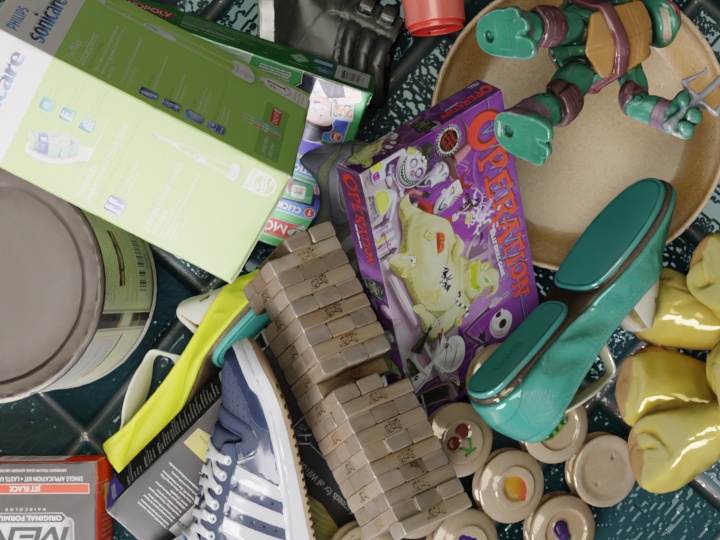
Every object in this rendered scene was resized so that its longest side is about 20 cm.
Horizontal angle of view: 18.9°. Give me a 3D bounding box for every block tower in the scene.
[{"bbox_3d":[-0.006,0.074,1.363,0.054,0.058,0.200,-22,79,-28],"label":"block tower"}]

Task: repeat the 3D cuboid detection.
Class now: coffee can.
[{"bbox_3d":[-0.220,0.010,1.404,0.146,0.200,0.146,0,89,4],"label":"coffee can"}]

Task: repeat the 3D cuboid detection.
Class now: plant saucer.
[{"bbox_3d":[0.147,-0.098,1.461,0.200,0.035,0.200,0,89,4],"label":"plant saucer"}]

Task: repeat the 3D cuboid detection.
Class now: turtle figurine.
[{"bbox_3d":[0.163,-0.146,1.377,0.200,0.101,0.150,-26,94,-36],"label":"turtle figurine"}]

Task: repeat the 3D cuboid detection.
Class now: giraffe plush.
[{"bbox_3d":[0.285,0.072,1.403,0.162,0.200,0.173,16,76,-29],"label":"giraffe plush"}]

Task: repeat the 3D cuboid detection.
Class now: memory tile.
[{"bbox_3d":[0.083,0.161,1.424,0.153,0.017,0.200,43,78,-22],"label":"memory tile"}]

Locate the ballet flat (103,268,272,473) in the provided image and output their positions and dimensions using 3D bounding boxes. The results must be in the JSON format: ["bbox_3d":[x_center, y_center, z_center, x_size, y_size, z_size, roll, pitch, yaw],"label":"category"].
[{"bbox_3d":[-0.109,0.059,1.468,0.067,0.067,0.200,35,94,25],"label":"ballet flat"}]

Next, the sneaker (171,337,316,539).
[{"bbox_3d":[-0.089,0.147,1.363,0.108,0.070,0.200,-13,107,-7],"label":"sneaker"}]

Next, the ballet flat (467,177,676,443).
[{"bbox_3d":[0.149,0.031,1.406,0.200,0.067,0.070,-50,117,-15],"label":"ballet flat"}]

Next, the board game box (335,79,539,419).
[{"bbox_3d":[0.055,-0.009,1.391,0.120,0.032,0.200,-35,129,-29],"label":"board game box"}]

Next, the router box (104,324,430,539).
[{"bbox_3d":[-0.045,0.161,1.436,0.157,0.052,0.200,-44,105,2],"label":"router box"}]

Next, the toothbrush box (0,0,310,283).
[{"bbox_3d":[-0.141,-0.096,1.340,0.200,0.146,0.086,28,113,-10],"label":"toothbrush box"}]

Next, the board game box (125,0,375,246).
[{"bbox_3d":[-0.105,-0.099,1.440,0.200,0.029,0.135,19,122,-4],"label":"board game box"}]

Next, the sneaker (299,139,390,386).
[{"bbox_3d":[0.000,0.000,1.437,0.081,0.074,0.200,9,114,18],"label":"sneaker"}]

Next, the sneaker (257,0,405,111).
[{"bbox_3d":[-0.020,-0.194,1.459,0.099,0.071,0.200,-2,96,5],"label":"sneaker"}]

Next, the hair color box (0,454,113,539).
[{"bbox_3d":[-0.221,0.227,1.472,0.101,0.061,0.200,-1,90,3],"label":"hair color box"}]

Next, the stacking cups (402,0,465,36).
[{"bbox_3d":[0.035,-0.258,1.449,0.060,0.061,0.200,-6,83,4],"label":"stacking cups"}]
